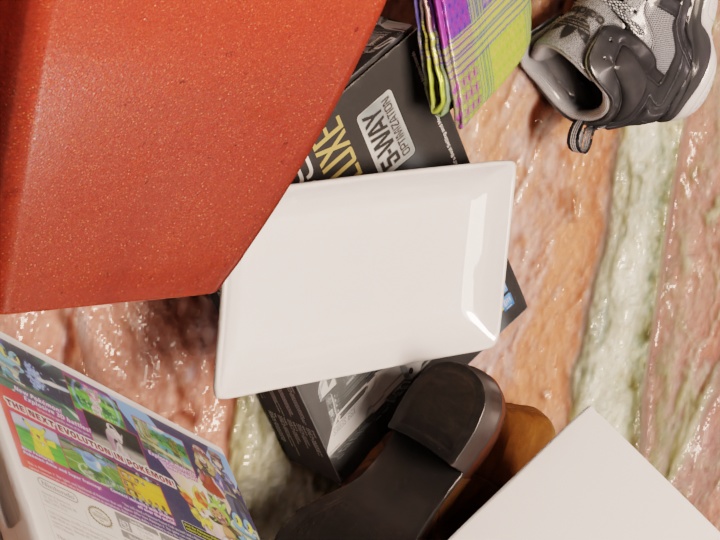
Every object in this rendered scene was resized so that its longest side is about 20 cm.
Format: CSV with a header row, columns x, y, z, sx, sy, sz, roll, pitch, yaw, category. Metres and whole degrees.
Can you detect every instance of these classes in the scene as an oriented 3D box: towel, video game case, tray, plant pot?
x,y,z,sx,sy,sz,roll,pitch,yaw,category
0.052,-0.192,1.313,0.144,0.023,0.201,-50,134,-56,towel
-0.109,0.123,1.201,0.023,0.183,0.200,-42,136,16,video game case
0.000,0.000,1.294,0.199,0.022,0.108,-9,109,-41,tray
-0.130,-0.090,1.102,0.199,0.200,0.177,-6,118,-42,plant pot

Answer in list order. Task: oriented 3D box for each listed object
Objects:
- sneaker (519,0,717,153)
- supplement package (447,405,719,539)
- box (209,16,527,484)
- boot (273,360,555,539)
x,y,z,sx,sy,sz,roll,pitch,yaw,category
0.145,-0.164,1.411,0.114,0.075,0.201,-29,124,-37,sneaker
0.108,0.203,1.357,0.152,0.151,0.200,-41,169,-21,supplement package
-0.005,-0.012,1.336,0.158,0.050,0.201,-42,128,-25,box
0.027,0.140,1.390,0.189,0.068,0.200,-60,162,-3,boot
